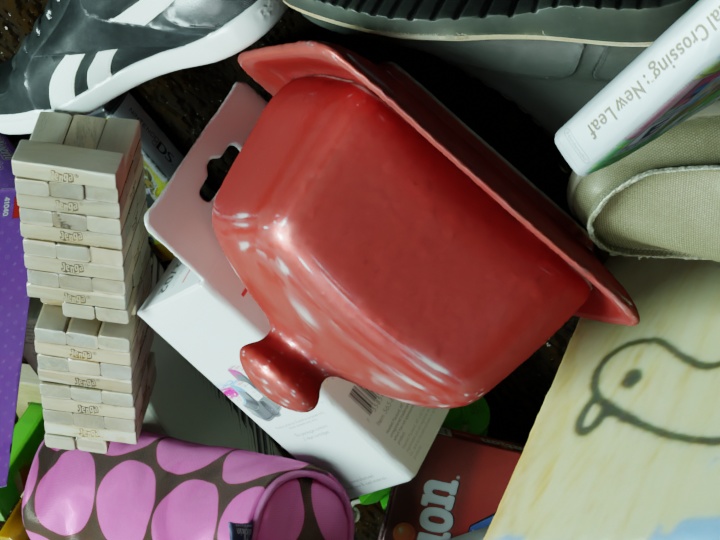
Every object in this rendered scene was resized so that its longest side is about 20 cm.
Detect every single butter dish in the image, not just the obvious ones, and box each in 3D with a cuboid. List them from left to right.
[{"bbox_3d":[0.000,0.000,0.864,0.199,0.148,0.200,39,173,-16],"label":"butter dish"}]

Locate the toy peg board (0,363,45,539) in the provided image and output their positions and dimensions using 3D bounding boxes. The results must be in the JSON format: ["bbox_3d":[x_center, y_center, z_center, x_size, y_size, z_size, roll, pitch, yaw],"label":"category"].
[{"bbox_3d":[-0.192,0.171,1.279,0.199,0.098,0.200,6,137,29],"label":"toy peg board"}]

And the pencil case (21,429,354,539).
[{"bbox_3d":[-0.103,0.139,1.008,0.199,0.094,0.091,5,163,44],"label":"pencil case"}]

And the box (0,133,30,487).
[{"bbox_3d":[-0.233,0.007,1.047,0.137,0.039,0.201,46,133,44],"label":"box"}]

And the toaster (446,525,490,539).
[{"bbox_3d":[0.034,0.221,0.935,0.180,0.200,0.119,-21,94,18],"label":"toaster"}]

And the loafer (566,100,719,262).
[{"bbox_3d":[0.186,-0.027,0.776,0.198,0.068,0.076,-3,143,13],"label":"loafer"}]

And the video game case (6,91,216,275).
[{"bbox_3d":[-0.150,-0.016,1.094,0.199,0.026,0.181,-14,126,44],"label":"video game case"}]

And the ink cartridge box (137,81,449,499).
[{"bbox_3d":[-0.035,0.012,0.972,0.200,0.115,0.068,45,143,-19],"label":"ink cartridge box"}]

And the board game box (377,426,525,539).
[{"bbox_3d":[0.052,0.191,1.032,0.102,0.019,0.202,13,101,-4],"label":"board game box"}]

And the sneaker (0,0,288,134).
[{"bbox_3d":[-0.136,-0.145,0.905,0.199,0.073,0.112,-17,121,34],"label":"sneaker"}]

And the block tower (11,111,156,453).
[{"bbox_3d":[-0.141,0.007,0.955,0.054,0.058,0.201,6,134,4],"label":"block tower"}]

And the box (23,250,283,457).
[{"bbox_3d":[-0.128,0.074,1.105,0.082,0.069,0.201,1,135,34],"label":"box"}]

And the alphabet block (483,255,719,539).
[{"bbox_3d":[0.204,0.115,0.862,0.194,0.201,0.197,-7,131,37],"label":"alphabet block"}]

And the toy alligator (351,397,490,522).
[{"bbox_3d":[0.034,0.114,1.100,0.054,0.060,0.200,-5,151,-25],"label":"toy alligator"}]

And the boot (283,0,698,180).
[{"bbox_3d":[0.067,-0.087,0.829,0.199,0.078,0.139,11,144,25],"label":"boot"}]

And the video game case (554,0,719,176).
[{"bbox_3d":[0.178,-0.115,0.620,0.022,0.199,0.182,55,143,7],"label":"video game case"}]
